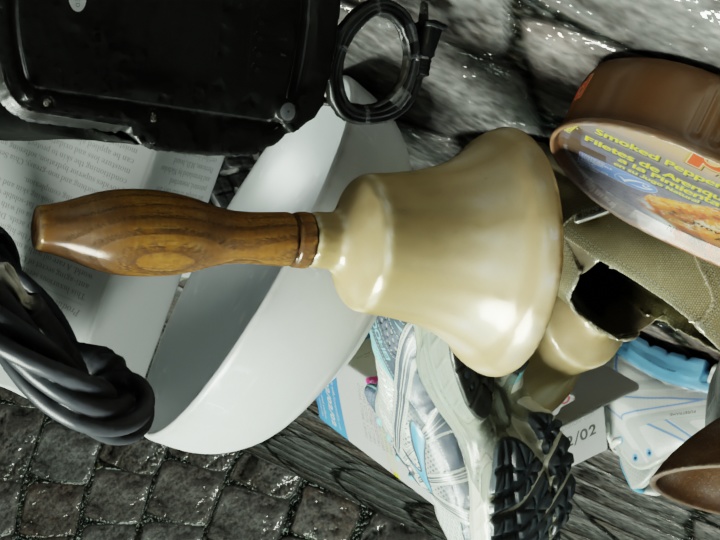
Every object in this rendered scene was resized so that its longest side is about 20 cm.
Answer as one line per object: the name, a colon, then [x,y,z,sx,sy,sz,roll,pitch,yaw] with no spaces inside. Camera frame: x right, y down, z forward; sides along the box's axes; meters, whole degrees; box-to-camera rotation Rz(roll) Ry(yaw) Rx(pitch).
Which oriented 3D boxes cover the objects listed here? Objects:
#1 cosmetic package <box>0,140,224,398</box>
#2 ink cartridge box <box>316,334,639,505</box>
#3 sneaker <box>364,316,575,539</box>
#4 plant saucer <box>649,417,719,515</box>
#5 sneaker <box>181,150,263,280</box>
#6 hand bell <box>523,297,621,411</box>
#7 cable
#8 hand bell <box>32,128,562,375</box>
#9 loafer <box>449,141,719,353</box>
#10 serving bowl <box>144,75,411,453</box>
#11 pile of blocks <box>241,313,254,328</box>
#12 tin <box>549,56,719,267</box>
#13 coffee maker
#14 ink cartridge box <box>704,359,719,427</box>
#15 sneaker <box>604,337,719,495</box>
cosmetic package: [-0.135,-0.039,0.870,0.101,0.200,0.071,23,-176,23]
ink cartridge box: [0.067,0.080,1.057,0.200,0.115,0.068,32,137,53]
sneaker: [0.051,0.080,0.909,0.086,0.078,0.200,11,125,41]
plant saucer: [0.238,0.096,0.827,0.200,0.037,0.200,8,165,2]
sneaker: [-0.113,-0.023,1.072,0.200,0.074,0.081,-3,156,-5]
hand bell: [0.136,0.019,0.883,0.104,0.104,0.200,32,156,-25]
cable: [-0.144,0.008,0.740,0.163,0.051,0.200,45,173,1]
hand bell: [-0.032,-0.013,0.703,0.200,0.104,0.104,3,178,-23]
loafer: [0.106,-0.010,0.809,0.200,0.068,0.076,12,158,45]
serving bowl: [-0.032,0.007,0.859,0.066,0.200,0.200,30,168,-15]
pile of blocks: [0.000,0.000,1.017,0.082,0.062,0.200,-13,-178,35]
tin: [0.171,-0.023,0.683,0.200,0.042,0.112,26,171,9]
coffee maker: [-0.109,-0.101,0.729,0.192,0.135,0.200,33,168,-33]
ink cartridge box: [0.276,0.066,0.855,0.200,0.050,0.162,4,165,6]
sneaker: [0.167,0.087,1.063,0.200,0.087,0.075,19,168,40]
